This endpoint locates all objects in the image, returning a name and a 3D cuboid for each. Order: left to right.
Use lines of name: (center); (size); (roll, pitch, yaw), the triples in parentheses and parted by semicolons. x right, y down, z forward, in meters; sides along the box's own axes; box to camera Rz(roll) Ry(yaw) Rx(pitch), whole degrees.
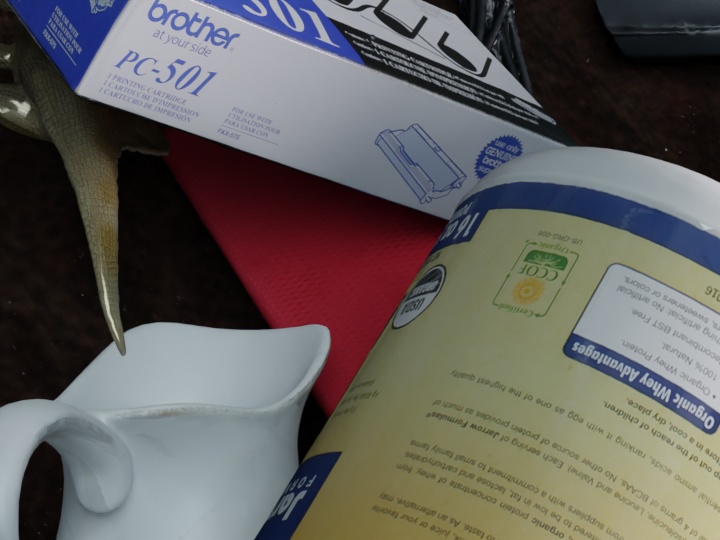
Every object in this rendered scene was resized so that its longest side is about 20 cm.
toy dinosaur: (-0.101, -0.062, 0.758); (0.101, 0.200, 0.058); (35, 107, -26)
pitcher: (-0.064, 0.126, 0.700); (0.121, 0.171, 0.201); (1, 98, 28)
ink cartridge box: (-0.024, -0.072, 0.753); (0.044, 0.200, 0.094); (-55, 47, 18)
dish drying mat: (0.000, 0.000, 0.795); (0.077, 0.018, 0.200); (-23, 49, -14)
supplement tub: (0.049, 0.082, 0.637); (0.144, 0.144, 0.200); (31, 67, 3)
computer mouse: (0.129, -0.089, 0.873); (0.199, 0.046, 0.141); (7, 70, -5)
